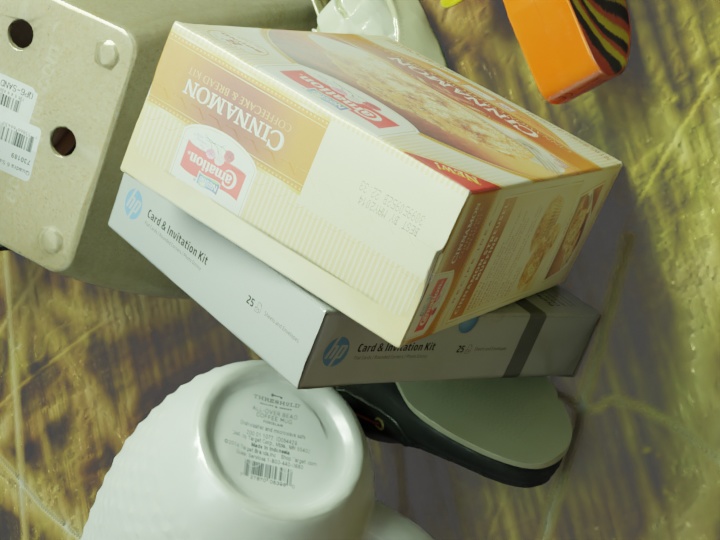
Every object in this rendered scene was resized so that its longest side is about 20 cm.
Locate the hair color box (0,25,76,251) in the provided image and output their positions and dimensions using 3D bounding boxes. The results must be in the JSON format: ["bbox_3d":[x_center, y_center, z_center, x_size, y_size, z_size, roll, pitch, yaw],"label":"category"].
[{"bbox_3d":[-0.239,-0.116,0.968,0.060,0.098,0.202,30,112,32],"label":"hair color box"}]

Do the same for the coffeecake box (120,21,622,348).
[{"bbox_3d":[0.014,-0.048,0.641,0.153,0.199,0.074,32,110,20],"label":"coffeecake box"}]

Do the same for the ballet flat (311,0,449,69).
[{"bbox_3d":[-0.008,-0.156,0.785,0.069,0.069,0.202,-37,64,36],"label":"ballet flat"}]

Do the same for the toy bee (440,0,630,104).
[{"bbox_3d":[0.089,-0.191,0.686,0.130,0.108,0.202,1,113,35],"label":"toy bee"}]

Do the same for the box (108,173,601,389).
[{"bbox_3d":[0.000,0.000,0.676,0.156,0.199,0.042,37,114,39],"label":"box"}]

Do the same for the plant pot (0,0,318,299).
[{"bbox_3d":[-0.160,-0.098,0.804,0.198,0.177,0.202,26,106,14],"label":"plant pot"}]

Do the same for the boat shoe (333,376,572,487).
[{"bbox_3d":[0.029,0.059,0.742,0.200,0.073,0.064,29,135,33],"label":"boat shoe"}]

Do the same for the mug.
[{"bbox_3d":[-0.044,0.144,0.737,0.176,0.198,0.149,119,174,-47],"label":"mug"}]
